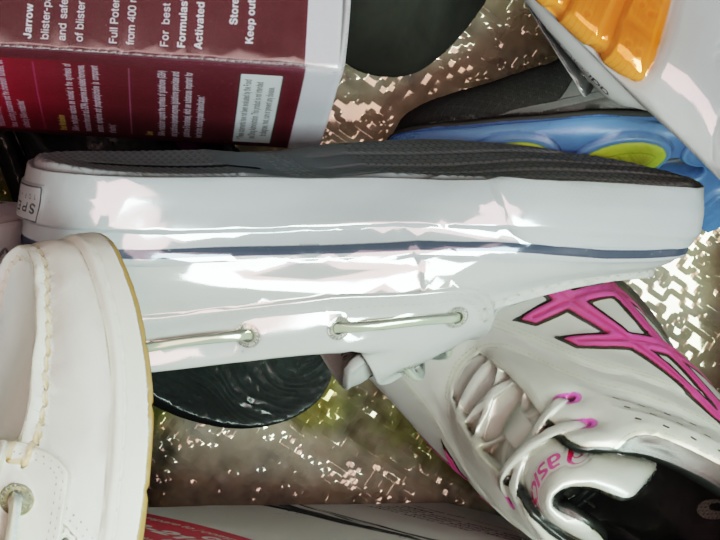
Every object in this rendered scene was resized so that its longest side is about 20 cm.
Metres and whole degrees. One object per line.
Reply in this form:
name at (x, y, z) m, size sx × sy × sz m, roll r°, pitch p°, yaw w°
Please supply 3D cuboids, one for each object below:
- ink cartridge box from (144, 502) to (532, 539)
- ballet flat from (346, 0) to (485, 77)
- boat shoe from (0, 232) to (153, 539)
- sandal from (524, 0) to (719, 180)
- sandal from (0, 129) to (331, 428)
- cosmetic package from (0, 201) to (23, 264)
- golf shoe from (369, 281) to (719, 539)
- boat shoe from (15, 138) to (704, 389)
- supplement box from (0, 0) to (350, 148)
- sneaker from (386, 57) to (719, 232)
ink cartridge box at (-0.014, 0.146, 0.781) m, size 0.200 × 0.084 × 0.146 m, roll 5°, pitch 93°, yaw -49°
ballet flat at (0.034, -0.156, 0.822) m, size 0.068 × 0.068 × 0.201 m, roll 18°, pitch 94°, yaw -9°
boat shoe at (-0.094, 0.077, 0.656) m, size 0.069 × 0.071 × 0.201 m, roll 11°, pitch 60°, yaw -19°
sandal at (0.093, -0.070, 0.778) m, size 0.079 × 0.059 × 0.207 m, roll -36°, pitch 84°, yaw -11°
sandal at (-0.074, -0.035, 0.824) m, size 0.075 × 0.048 × 0.201 m, roll -36°, pitch 98°, yaw -21°
cosmetic package at (-0.200, 0.077, 0.763) m, size 0.198 × 0.123 × 0.201 m, roll 5°, pitch 96°, yaw 14°
golf shoe at (0.065, 0.044, 0.792) m, size 0.200 × 0.092 × 0.073 m, roll 32°, pitch 104°, yaw 23°
boat shoe at (0.000, 0.000, 0.771) m, size 0.199 × 0.074 × 0.067 m, roll 1°, pitch 102°, yaw -12°
supplement box at (-0.105, -0.077, 0.753) m, size 0.199 × 0.109 × 0.061 m, roll 3°, pitch 81°, yaw -4°
sneaker at (0.104, -0.063, 0.844) m, size 0.199 × 0.083 × 0.071 m, roll -21°, pitch 139°, yaw 9°
